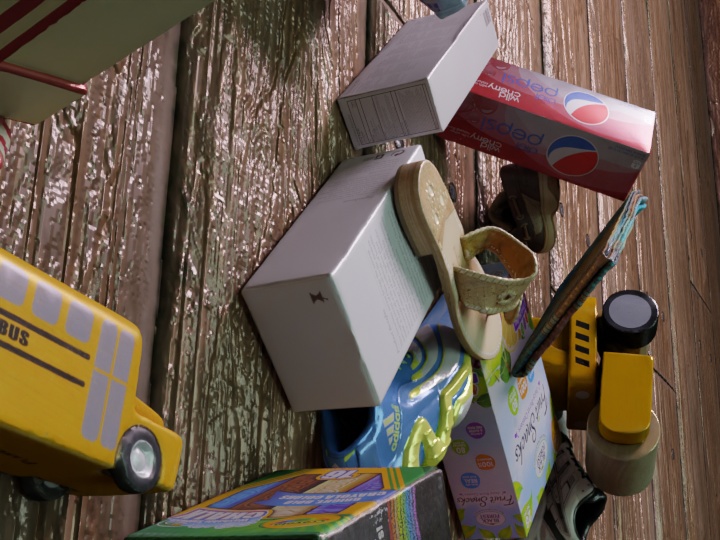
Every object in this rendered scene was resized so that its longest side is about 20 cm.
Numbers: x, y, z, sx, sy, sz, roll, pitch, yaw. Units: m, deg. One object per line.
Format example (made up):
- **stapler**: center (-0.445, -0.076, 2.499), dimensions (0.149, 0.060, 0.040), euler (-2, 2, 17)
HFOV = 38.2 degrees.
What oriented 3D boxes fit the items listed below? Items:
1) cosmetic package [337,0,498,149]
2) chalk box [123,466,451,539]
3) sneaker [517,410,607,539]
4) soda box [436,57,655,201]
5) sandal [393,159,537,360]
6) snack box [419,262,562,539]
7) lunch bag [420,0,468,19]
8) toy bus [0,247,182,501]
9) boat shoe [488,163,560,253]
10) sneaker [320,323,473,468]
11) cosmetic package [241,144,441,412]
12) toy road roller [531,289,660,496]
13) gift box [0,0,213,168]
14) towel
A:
- **cosmetic package**: center (0.056, -0.172, 0.900), dimensions (0.200, 0.082, 0.051), euler (-57, 134, -52)
- **chalk box**: center (-0.040, 0.188, 0.560), dimensions (0.200, 0.123, 0.126), euler (-4, 87, -62)
- **sneaker**: center (0.220, 0.228, 1.105), dimensions (0.076, 0.087, 0.202), euler (46, 41, -46)
- **soda box**: center (0.176, -0.140, 0.999), dimensions (0.070, 0.198, 0.064), euler (106, 4, -50)
- **sandal**: center (0.097, -0.003, 0.786), dimensions (0.212, 0.069, 0.078), euler (56, 36, -41)
- **snack box**: center (0.122, 0.116, 0.963), dimensions (0.169, 0.067, 0.202), euler (-48, 126, -58)
- **lunch bag**: center (0.029, -0.318, 0.797), dimensions (0.170, 0.126, 0.202), euler (44, 35, -54)
- **toy bus**: center (-0.155, 0.040, 0.437), dimensions (0.200, 0.065, 0.079), euler (41, 46, -52)
- **boat shoe**: center (0.172, -0.068, 1.117), dimensions (0.200, 0.071, 0.073), euler (68, 16, -73)
- **sneaker**: center (0.027, 0.092, 0.772), dimensions (0.106, 0.075, 0.201), euler (61, 34, -33)
- **cosmetic package**: center (0.000, 0.000, 0.748), dimensions (0.200, 0.071, 0.102), euler (-57, 133, -54)
- **toy road roller**: center (0.229, 0.121, 1.071), dimensions (0.123, 0.144, 0.201), euler (77, 19, -50)
- **gift box**: center (-0.146, -0.154, 0.370), dimensions (0.184, 0.186, 0.202), euler (13, 56, -64)
- **towel**: center (0.206, 0.010, 0.964), dimensions (0.022, 0.147, 0.200), euler (35, 29, 7)
